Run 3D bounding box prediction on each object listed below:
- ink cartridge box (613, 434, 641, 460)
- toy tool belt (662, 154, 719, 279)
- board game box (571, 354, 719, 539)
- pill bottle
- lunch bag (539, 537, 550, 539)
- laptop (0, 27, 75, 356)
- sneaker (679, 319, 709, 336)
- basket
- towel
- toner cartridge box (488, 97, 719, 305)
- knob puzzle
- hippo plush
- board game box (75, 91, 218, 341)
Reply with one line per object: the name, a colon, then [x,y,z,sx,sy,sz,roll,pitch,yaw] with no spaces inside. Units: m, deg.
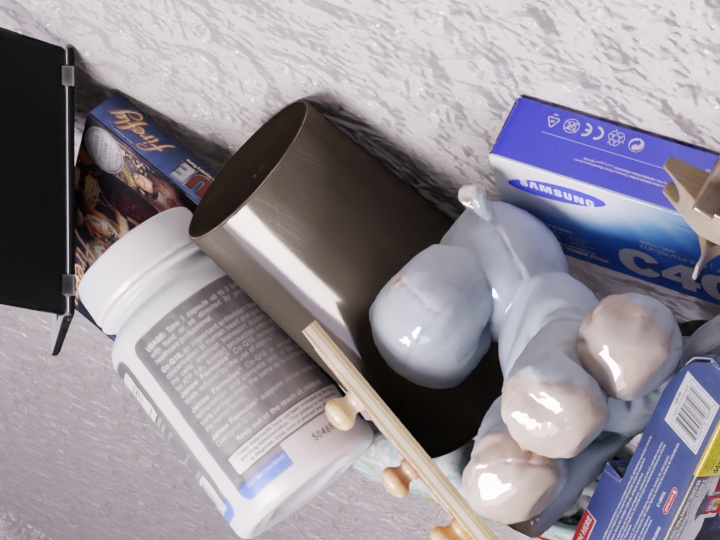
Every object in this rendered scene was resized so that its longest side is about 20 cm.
ink cartridge box: [0.220,0.116,1.261,0.115,0.067,0.200,27,160,1]
toy tool belt: [0.201,-0.039,0.832,0.124,0.123,0.200,19,158,23]
board game box: [0.225,0.117,1.006,0.199,0.201,0.062,-2,-144,-33]
pill bottle: [-0.092,0.065,1.211,0.200,0.113,0.114,52,163,11]
lunch bag: [0.179,0.183,1.466,0.199,0.082,0.176,27,164,7]
laptop: [-0.251,-0.055,1.239,0.115,0.189,0.200,2,165,-13]
sneaker: [0.283,0.077,1.124,0.199,0.077,0.089,23,-169,9]
basket: [0.000,0.000,1.169,0.200,0.136,0.181,41,-168,-19]
towel: [0.106,0.153,1.258,0.170,0.049,0.199,5,166,45]
toner cartridge box: [0.174,-0.028,1.010,0.199,0.043,0.095,19,157,24]
knob puzzle: [0.031,0.123,1.058,0.220,0.030,0.220,50,177,4]
hippo plush: [0.095,0.023,0.987,0.161,0.200,0.160,46,163,21]
board game box: [-0.154,-0.016,1.331,0.135,0.035,0.201,38,141,13]
